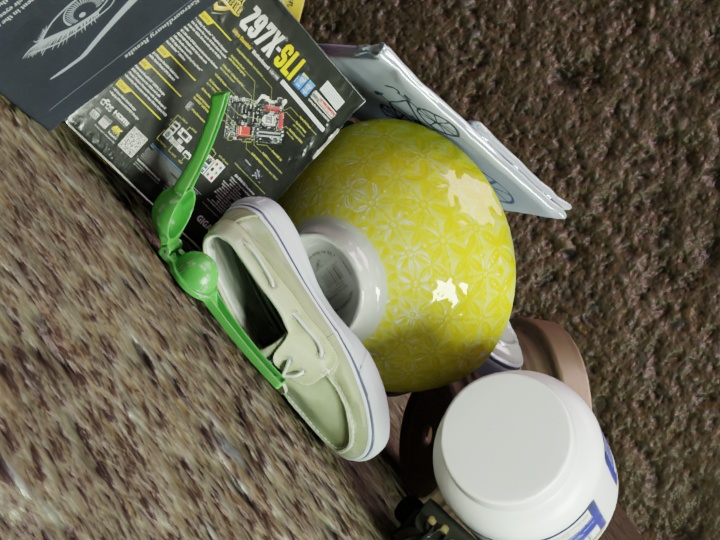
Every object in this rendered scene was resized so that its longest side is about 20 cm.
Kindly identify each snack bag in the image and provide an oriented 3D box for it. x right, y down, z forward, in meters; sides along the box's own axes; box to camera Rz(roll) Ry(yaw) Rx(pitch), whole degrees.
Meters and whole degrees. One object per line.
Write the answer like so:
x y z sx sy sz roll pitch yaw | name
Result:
0.042 -0.108 1.777 0.200 0.021 0.188 40 -10 -23 | snack bag

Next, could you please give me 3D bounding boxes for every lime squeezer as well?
-0.099 -0.017 1.607 0.038 0.070 0.201 -63 143 -75 | lime squeezer

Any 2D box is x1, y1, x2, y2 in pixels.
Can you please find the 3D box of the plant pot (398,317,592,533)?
0.092 0.131 1.880 0.092 0.201 0.201 10 27 -24 | plant pot

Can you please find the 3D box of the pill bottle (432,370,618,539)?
0.114 0.135 1.697 0.120 0.120 0.200 55 0 18 | pill bottle

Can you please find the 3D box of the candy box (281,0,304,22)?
-0.131 -0.218 1.649 0.137 0.199 0.061 106 -31 -48 | candy box

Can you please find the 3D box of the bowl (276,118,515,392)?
0.000 0.000 1.723 0.200 0.200 0.108 54 36 11 | bowl

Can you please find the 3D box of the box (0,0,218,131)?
-0.197 -0.194 1.467 0.104 0.148 0.200 55 5 25 | box

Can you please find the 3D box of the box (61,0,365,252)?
-0.105 -0.117 1.641 0.049 0.160 0.200 36 -6 41 | box

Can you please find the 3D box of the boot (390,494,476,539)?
0.073 0.217 1.620 0.138 0.077 0.200 48 -6 -1 | boot

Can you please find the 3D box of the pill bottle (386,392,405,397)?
0.014 0.042 1.917 0.114 0.114 0.200 54 6 9 | pill bottle

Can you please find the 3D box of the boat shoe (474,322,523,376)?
0.071 -0.017 1.791 0.202 0.086 0.075 54 23 8 | boat shoe

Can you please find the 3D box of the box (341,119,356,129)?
0.014 -0.059 1.945 0.200 0.048 0.117 44 -9 -37 | box

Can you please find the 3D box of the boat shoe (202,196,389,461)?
-0.049 0.048 1.662 0.062 0.072 0.201 -36 100 -46 | boat shoe
